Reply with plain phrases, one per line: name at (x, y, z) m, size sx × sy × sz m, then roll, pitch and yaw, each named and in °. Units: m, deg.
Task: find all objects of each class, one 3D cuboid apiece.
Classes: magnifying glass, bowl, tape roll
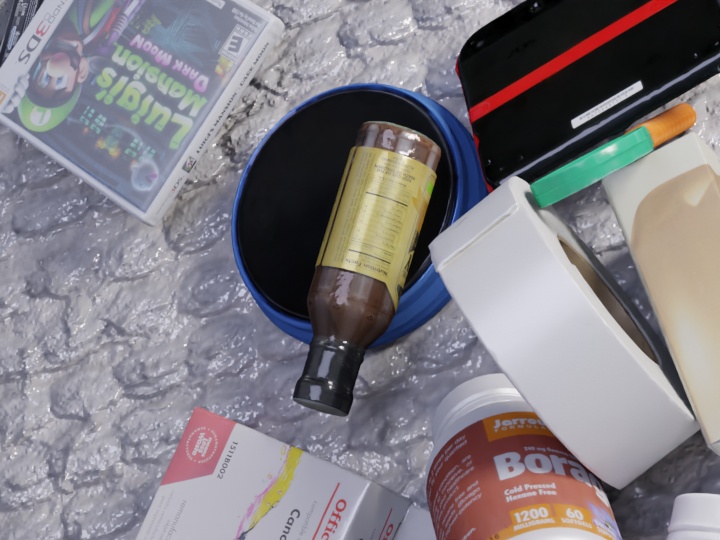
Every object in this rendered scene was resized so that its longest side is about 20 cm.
magnifying glass at (0.172, -0.078, 1.466) m, size 0.079 × 0.200 × 0.022 m, roll -27°, pitch 92°, yaw 33°
bowl at (-0.005, -0.043, 1.630) m, size 0.200 × 0.039 × 0.201 m, roll -10°, pitch 68°, yaw 24°
tape roll at (0.131, 0.038, 1.432) m, size 0.071 × 0.202 × 0.203 m, roll -38°, pitch 59°, yaw 11°

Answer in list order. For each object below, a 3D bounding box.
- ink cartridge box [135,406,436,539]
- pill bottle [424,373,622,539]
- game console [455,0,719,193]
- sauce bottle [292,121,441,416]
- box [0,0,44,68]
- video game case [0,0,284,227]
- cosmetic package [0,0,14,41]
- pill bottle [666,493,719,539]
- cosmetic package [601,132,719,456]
ink cartridge box at (-0.047, 0.184, 1.552) m, size 0.200 × 0.067 × 0.117 m, roll 19°, pitch 82°, yaw 32°
pill bottle at (0.101, 0.154, 1.423) m, size 0.112 × 0.112 × 0.200 m, roll -35°, pitch 30°, yaw 13°
game console at (0.161, -0.147, 1.549) m, size 0.200 × 0.031 × 0.177 m, roll -31°, pitch 38°, yaw 16°
sauce bottle at (0.000, 0.000, 1.551) m, size 0.065 × 0.065 × 0.201 m, roll 12°, pitch 79°, yaw 31°
box at (-0.196, -0.229, 1.795) m, size 0.161 × 0.049 × 0.201 m, roll 5°, pitch 75°, yaw 31°
video game case at (-0.178, -0.156, 1.721) m, size 0.200 × 0.023 × 0.182 m, roll 33°, pitch 91°, yaw 31°
cosmetic package at (-0.413, -0.228, 1.841) m, size 0.200 × 0.165 × 0.165 m, roll -44°, pitch 58°, yaw 8°
pill bottle at (0.212, 0.241, 1.368) m, size 0.109 × 0.109 × 0.201 m, roll 4°, pitch 74°, yaw 29°
cosmetic package at (0.233, 0.024, 1.442) m, size 0.071 × 0.105 × 0.201 m, roll -28°, pitch 63°, yaw 16°
